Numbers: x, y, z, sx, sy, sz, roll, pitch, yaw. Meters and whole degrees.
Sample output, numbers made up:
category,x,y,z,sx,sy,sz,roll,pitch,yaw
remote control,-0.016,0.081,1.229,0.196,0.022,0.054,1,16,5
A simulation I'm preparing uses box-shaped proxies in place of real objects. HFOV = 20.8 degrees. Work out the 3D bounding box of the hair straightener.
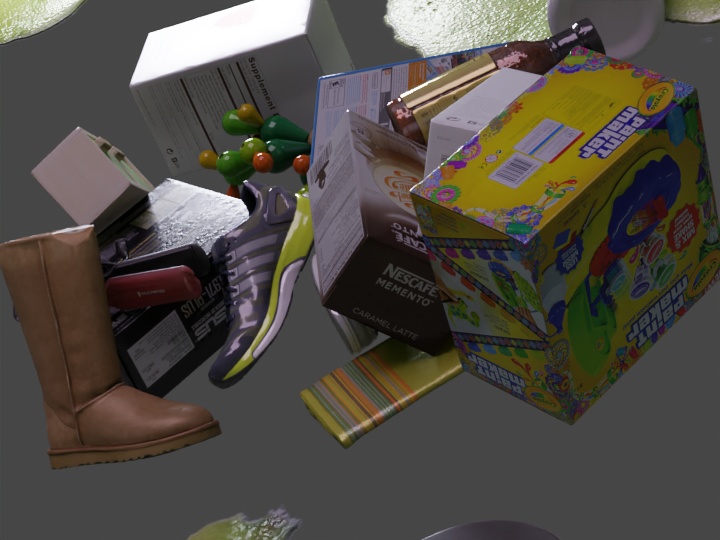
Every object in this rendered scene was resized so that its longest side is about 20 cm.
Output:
category,x,y,z,sx,sy,sz,roll,pitch,yaw
hair straightener,-0.221,0.010,1.727,0.200,0.041,0.077,-15,32,23

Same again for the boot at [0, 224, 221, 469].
category,x,y,z,sx,sy,sz,roll,pitch,yaw
boot,-0.215,0.060,1.646,0.175,0.201,0.066,-10,3,23

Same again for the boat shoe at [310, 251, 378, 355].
category,x,y,z,sx,sy,sz,roll,pitch,yaw
boat shoe,0.001,0.001,1.714,0.065,0.075,0.202,-22,24,12

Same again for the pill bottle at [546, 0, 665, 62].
category,x,y,z,sx,sy,sz,roll,pitch,yaw
pill bottle,0.245,-0.299,1.951,0.114,0.115,0.200,-14,33,17

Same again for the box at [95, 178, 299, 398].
category,x,y,z,sx,sy,sz,roll,pitch,yaw
box,-0.187,0.018,1.802,0.200,0.086,0.164,-42,35,-26

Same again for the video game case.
category,x,y,z,sx,sy,sz,roll,pitch,yaw
video game case,0.052,-0.142,1.817,0.199,0.018,0.143,-9,47,15

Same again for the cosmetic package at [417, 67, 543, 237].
category,x,y,z,sx,sy,sz,roll,pitch,yaw
cosmetic package,0.116,-0.095,1.632,0.071,0.102,0.200,13,23,17

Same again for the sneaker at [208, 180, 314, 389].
category,x,y,z,sx,sy,sz,roll,pitch,yaw
sneaker,-0.099,0.011,1.714,0.074,0.081,0.200,129,163,-62

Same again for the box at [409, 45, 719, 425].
category,x,y,z,sx,sy,sz,roll,pitch,yaw
box,0.165,-0.029,1.513,0.122,0.193,0.200,26,57,40

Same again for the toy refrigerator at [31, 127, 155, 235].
category,x,y,z,sx,sy,sz,roll,pitch,yaw
toy refrigerator,-0.247,-0.081,1.894,0.070,0.076,0.200,-43,-5,1

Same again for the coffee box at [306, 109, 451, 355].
category,x,y,z,sx,sy,sz,roll,pitch,yaw
coffee box,0.025,-0.035,1.651,0.080,0.114,0.200,-55,24,27

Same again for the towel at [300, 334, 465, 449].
category,x,y,z,sx,sy,sz,roll,pitch,yaw
towel,0.051,0.076,1.621,0.200,0.018,0.086,-31,36,-11

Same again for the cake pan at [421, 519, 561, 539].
category,x,y,z,sx,sy,sz,roll,pitch,yaw
cake pan,0.074,0.243,1.333,0.200,0.037,0.200,-17,32,11

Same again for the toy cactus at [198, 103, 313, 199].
category,x,y,z,sx,sy,sz,roll,pitch,yaw
toy cactus,-0.060,-0.107,1.921,0.165,0.103,0.200,-15,25,-21

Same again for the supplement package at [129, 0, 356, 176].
category,x,y,z,sx,sy,sz,roll,pitch,yaw
supplement package,-0.120,-0.200,2.049,0.199,0.120,0.121,-15,32,15

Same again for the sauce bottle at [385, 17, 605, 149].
category,x,y,z,sx,sy,sz,roll,pitch,yaw
sauce bottle,0.123,-0.164,1.751,0.200,0.066,0.066,-24,31,0
